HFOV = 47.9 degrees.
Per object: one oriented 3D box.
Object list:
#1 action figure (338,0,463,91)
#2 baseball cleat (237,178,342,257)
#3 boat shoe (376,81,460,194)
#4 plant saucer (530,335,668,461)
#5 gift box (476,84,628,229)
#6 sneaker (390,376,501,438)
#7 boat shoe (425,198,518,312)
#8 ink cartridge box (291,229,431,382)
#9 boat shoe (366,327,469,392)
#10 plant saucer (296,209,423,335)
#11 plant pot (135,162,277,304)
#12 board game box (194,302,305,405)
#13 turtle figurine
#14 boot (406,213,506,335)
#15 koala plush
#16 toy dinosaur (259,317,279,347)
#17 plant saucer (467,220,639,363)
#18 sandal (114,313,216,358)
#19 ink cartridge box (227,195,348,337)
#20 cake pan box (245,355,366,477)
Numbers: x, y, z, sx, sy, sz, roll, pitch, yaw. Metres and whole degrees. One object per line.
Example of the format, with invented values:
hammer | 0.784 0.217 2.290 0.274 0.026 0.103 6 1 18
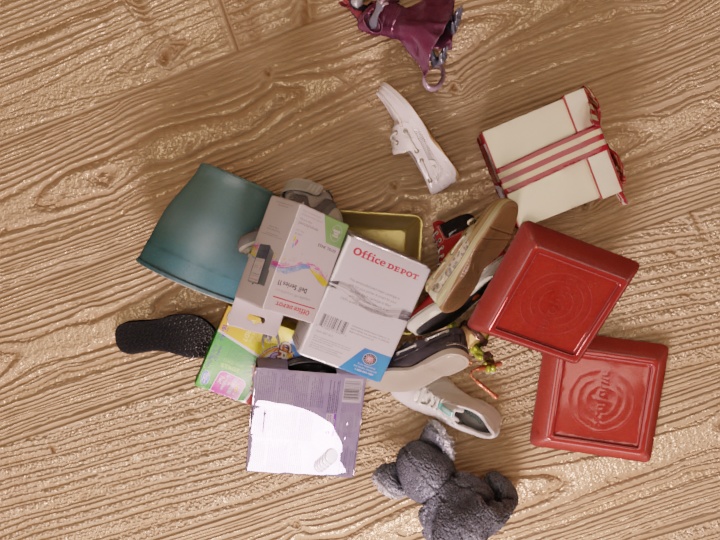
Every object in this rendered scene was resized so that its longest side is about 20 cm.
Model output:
action figure | 0.060 -0.400 1.305 0.200 0.134 0.149 19 140 16
baseball cleat | -0.120 -0.084 1.262 0.070 0.200 0.107 -28 82 46
boat shoe | 0.079 -0.212 1.315 0.069 0.071 0.200 -36 92 6
plant saucer | 0.393 0.209 1.332 0.200 0.037 0.200 8 96 6
gift box | 0.298 -0.163 1.238 0.187 0.200 0.185 -22 98 6
sneaker | 0.139 0.220 1.338 0.200 0.088 0.075 22 98 8
boat shoe | 0.160 -0.030 1.205 0.063 0.073 0.200 48 116 35
ink cartridge box | -0.001 0.052 1.273 0.145 0.084 0.200 22 97 -16
boat shoe | 0.091 0.145 1.309 0.200 0.063 0.073 -24 135 36
plant saucer | 0.000 0.000 1.354 0.200 0.048 0.200 4 95 5
plant pot | -0.231 -0.064 1.306 0.200 0.200 0.188 22 90 3
board game box | -0.155 0.153 1.356 0.200 0.040 0.153 22 102 -12
turtle figurine | 0.197 0.102 1.329 0.161 0.064 0.200 -45 61 1
boot | 0.129 0.001 1.313 0.200 0.072 0.144 -38 66 -3
koala plush | 0.132 0.356 1.322 0.177 0.184 0.200 -40 78 7
toy dinosaur | -0.113 0.019 1.300 0.077 0.102 0.200 29 58 22
plant saucer | 0.294 0.046 1.229 0.200 0.037 0.200 19 117 -12
sandal | -0.328 0.109 1.403 0.200 0.048 0.075 1 96 18
ink cartridge box | -0.106 0.005 1.186 0.067 0.117 0.200 20 90 39
cake pan box | -0.091 0.241 1.341 0.184 0.052 0.200 4 105 -10
